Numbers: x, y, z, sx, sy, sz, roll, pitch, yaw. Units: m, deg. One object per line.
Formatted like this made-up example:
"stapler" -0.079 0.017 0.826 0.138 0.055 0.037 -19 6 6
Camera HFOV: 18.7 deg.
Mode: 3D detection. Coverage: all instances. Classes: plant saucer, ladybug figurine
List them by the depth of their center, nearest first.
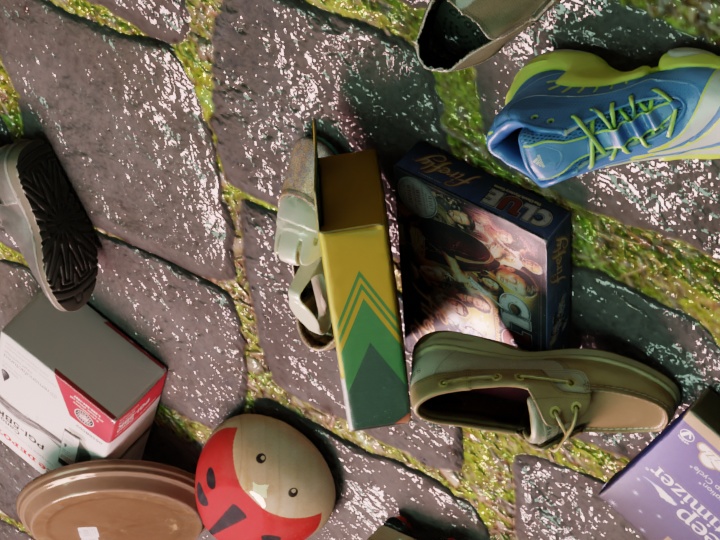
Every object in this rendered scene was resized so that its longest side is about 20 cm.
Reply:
"ladybug figurine" -0.097 0.205 2.028 0.136 0.072 0.200 43 148 2
"plant saucer" -0.240 0.242 2.158 0.199 0.030 0.200 -2 149 -1

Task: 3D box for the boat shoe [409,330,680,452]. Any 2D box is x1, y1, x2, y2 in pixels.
"boat shoe" 0.132 0.098 1.597 0.199 0.067 0.074 7 138 8

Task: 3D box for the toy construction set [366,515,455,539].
"toy construction set" 0.058 0.295 1.949 0.199 0.092 0.132 5 132 31

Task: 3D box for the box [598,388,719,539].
"box" 0.255 0.176 1.638 0.121 0.032 0.200 41 149 5

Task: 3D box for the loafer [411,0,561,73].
"loafer" 0.092 -0.179 1.382 0.075 0.070 0.200 43 148 3

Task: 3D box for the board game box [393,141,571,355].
"board game box" 0.092 0.011 1.630 0.135 0.035 0.201 26 143 27

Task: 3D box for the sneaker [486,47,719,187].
"sneaker" 0.163 -0.084 1.376 0.199 0.105 0.076 6 132 45

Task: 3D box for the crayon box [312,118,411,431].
"crayon box" 0.000 0.000 1.617 0.050 0.127 0.201 -8 119 2

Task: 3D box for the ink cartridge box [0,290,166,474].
"ink cartridge box" -0.280 0.126 2.133 0.147 0.083 0.200 37 147 10

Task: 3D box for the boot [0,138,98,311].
"boot" -0.342 -0.052 2.014 0.199 0.072 0.183 2 115 39

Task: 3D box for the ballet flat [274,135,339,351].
"ballet flat" -0.034 -0.012 1.715 0.068 0.067 0.201 22 141 33
